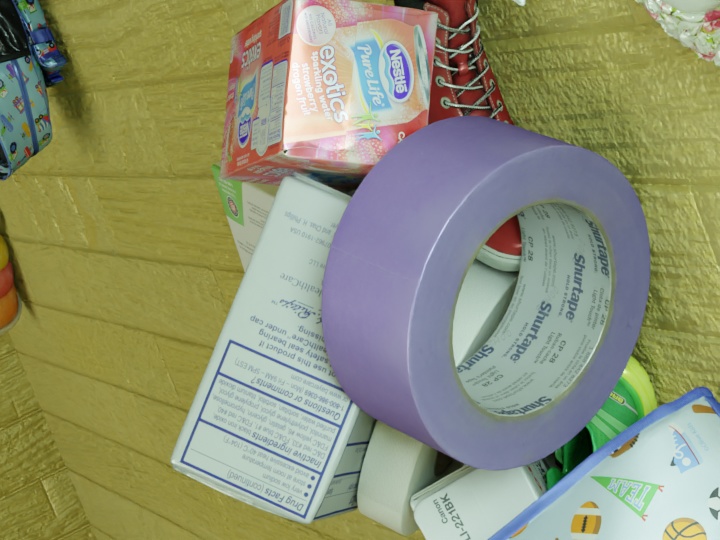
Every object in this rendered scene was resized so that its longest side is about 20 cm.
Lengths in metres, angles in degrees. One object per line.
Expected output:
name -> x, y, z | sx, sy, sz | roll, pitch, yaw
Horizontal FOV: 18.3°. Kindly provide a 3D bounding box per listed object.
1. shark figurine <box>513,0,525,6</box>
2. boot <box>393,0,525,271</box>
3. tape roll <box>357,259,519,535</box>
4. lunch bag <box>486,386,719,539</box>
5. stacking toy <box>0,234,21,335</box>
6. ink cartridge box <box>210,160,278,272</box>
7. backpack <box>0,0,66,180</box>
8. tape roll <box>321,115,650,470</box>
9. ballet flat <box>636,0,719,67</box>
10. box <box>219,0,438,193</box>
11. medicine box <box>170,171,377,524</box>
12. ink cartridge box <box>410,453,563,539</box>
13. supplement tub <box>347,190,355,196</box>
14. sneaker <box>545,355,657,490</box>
shark figurine -> 0.100, -0.218, 1.180 | 0.089, 0.215, 0.129 | 18, 113, 11
boot -> 0.071, -0.108, 1.448 | 0.201, 0.072, 0.145 | 59, 160, 27
tape roll -> 0.060, 0.085, 1.531 | 0.037, 0.203, 0.203 | 25, 148, 14
lunch bag -> 0.184, 0.193, 1.351 | 0.170, 0.200, 0.124 | 52, -169, 25
stacking toy -> -0.543, -0.013, 3.186 | 0.146, 0.145, 0.201 | 51, 139, 34
ink cartridge box -> -0.035, 0.001, 1.842 | 0.145, 0.084, 0.201 | 28, 139, 61
backpack -> -0.399, -0.209, 2.481 | 0.201, 0.134, 0.182 | 66, 161, -1
tape roll -> 0.078, 0.013, 1.354 | 0.085, 0.199, 0.201 | 24, 137, 47
ballet flat -> 0.144, -0.184, 1.114 | 0.201, 0.075, 0.064 | 58, -158, 1
box -> -0.024, -0.109, 1.438 | 0.200, 0.094, 0.103 | 168, 108, -75
medicine box -> -0.024, 0.054, 1.464 | 0.102, 0.201, 0.182 | 23, 180, 10
ink cartridge box -> 0.122, 0.201, 1.536 | 0.145, 0.083, 0.200 | 62, -168, 12
supplement tub -> 0.000, 0.000, 1.620 | 0.122, 0.122, 0.202 | -170, 79, -67
sneaker -> 0.164, 0.145, 1.488 | 0.074, 0.083, 0.201 | 27, 139, 61
